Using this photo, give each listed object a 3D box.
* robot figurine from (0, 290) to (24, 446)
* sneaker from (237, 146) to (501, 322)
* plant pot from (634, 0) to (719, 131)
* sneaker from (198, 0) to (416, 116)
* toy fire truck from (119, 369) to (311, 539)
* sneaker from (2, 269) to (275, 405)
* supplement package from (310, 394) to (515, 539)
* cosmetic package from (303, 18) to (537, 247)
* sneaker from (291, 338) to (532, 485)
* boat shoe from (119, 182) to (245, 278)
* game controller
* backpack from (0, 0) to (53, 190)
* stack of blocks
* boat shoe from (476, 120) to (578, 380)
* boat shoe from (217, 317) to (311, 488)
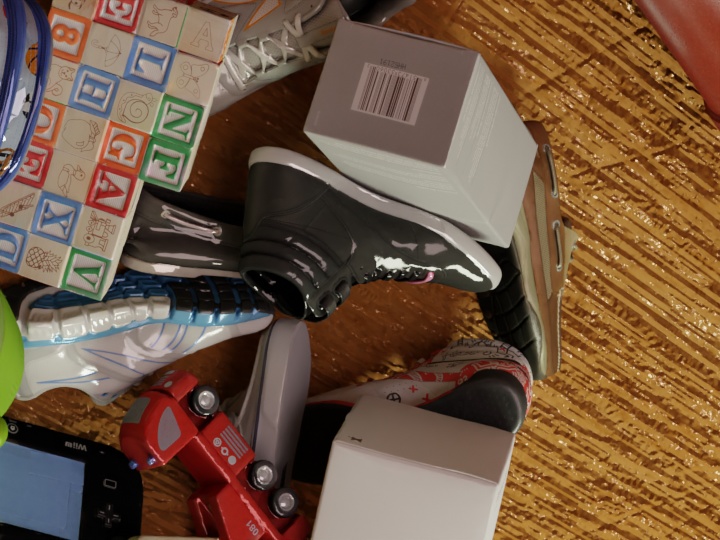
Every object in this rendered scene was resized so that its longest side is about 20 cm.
[{"bbox_3d":[-0.273,0.044,1.427,0.115,0.200,0.176,-27,78,-8],"label":"robot figurine"},{"bbox_3d":[0.000,0.000,1.556,0.199,0.071,0.100,24,72,-21],"label":"sneaker"},{"bbox_3d":[0.291,-0.206,1.655,0.201,0.201,0.195,-48,114,-6],"label":"plant pot"},{"bbox_3d":[-0.051,-0.162,1.533,0.199,0.092,0.076,-36,120,-13],"label":"sneaker"},{"bbox_3d":[-0.110,0.184,1.543,0.141,0.049,0.201,-44,104,-30],"label":"toy fire truck"},{"bbox_3d":[-0.156,0.047,1.573,0.198,0.075,0.087,-6,120,-21],"label":"sneaker"},{"bbox_3d":[0.026,0.207,1.590,0.119,0.121,0.202,14,105,7],"label":"supplement package"},{"bbox_3d":[0.045,-0.088,1.541,0.200,0.106,0.091,39,67,-71],"label":"cosmetic package"},{"bbox_3d":[0.031,0.103,1.685,0.200,0.108,0.068,-13,103,14],"label":"sneaker"},{"bbox_3d":[-0.072,-0.026,1.586,0.198,0.067,0.057,2,111,-25],"label":"boat shoe"},{"bbox_3d":[-0.240,0.145,1.530,0.199,0.042,0.105,18,58,-22],"label":"game controller"},{"bbox_3d":[-0.273,-0.114,1.373,0.153,0.190,0.202,6,104,-30],"label":"backpack"},{"bbox_3d":[-0.164,-0.087,1.491,0.114,0.059,0.202,18,100,-2],"label":"stack of blocks"},{"bbox_3d":[0.128,-0.017,1.693,0.073,0.076,0.202,-23,117,-23],"label":"boat shoe"},{"bbox_3d":[-0.081,0.122,1.629,0.065,0.072,0.202,15,118,11],"label":"boat shoe"}]
